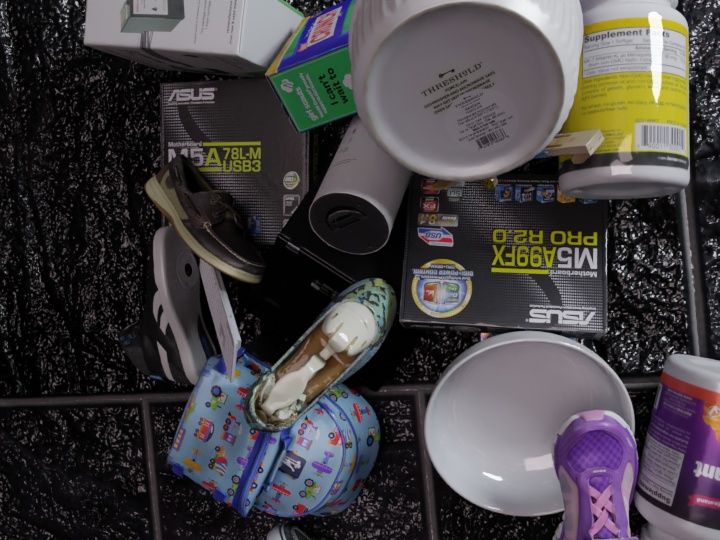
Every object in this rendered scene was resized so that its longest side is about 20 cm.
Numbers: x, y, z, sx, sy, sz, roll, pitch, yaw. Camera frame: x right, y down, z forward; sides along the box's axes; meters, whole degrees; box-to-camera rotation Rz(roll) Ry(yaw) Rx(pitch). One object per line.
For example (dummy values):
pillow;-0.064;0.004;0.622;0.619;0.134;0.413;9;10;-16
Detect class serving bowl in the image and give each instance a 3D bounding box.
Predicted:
serving bowl;0.165;0.144;0.730;0.200;0.066;0.200;2;111;6

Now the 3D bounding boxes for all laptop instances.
laptop;0.000;0.000;0.822;0.187;0.116;0.200;33;131;0

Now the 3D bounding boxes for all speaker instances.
speaker;0.014;-0.111;0.736;0.081;0.200;0.081;11;139;10

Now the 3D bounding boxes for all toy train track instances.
toy train track;0.140;-0.101;0.677;0.200;0.115;0.033;4;135;56

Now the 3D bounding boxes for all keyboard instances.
keyboard;-0.159;0.035;0.804;0.200;0.011;0.056;-119;38;-48

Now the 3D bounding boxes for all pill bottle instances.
pill bottle;0.324;0.189;0.686;0.111;0.111;0.200;13;96;18
pill bottle;0.239;-0.171;0.664;0.114;0.114;0.200;0;87;19

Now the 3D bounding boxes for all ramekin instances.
ramekin;0.085;-0.168;0.600;0.200;0.105;0.200;4;133;4

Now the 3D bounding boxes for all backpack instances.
backpack;-0.088;0.192;0.819;0.200;0.135;0.183;30;101;15

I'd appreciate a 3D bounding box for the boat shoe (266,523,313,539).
boat shoe;-0.022;0.362;0.844;0.071;0.072;0.200;-43;89;7

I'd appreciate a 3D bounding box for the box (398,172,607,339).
box;0.145;-0.017;0.739;0.200;0.044;0.160;3;75;11

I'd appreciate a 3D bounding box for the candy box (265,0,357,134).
candy box;0.023;-0.233;0.738;0.200;0.169;0.077;-17;122;21

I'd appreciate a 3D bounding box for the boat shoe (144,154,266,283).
boat shoe;-0.169;-0.062;0.808;0.200;0.073;0.065;41;104;26

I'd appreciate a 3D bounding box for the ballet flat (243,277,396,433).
ballet flat;-0.035;0.086;0.721;0.074;0.074;0.200;41;84;13

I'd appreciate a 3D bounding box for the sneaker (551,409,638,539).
sneaker;0.222;0.228;0.675;0.080;0.088;0.200;-2;109;7

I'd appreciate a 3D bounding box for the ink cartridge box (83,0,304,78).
ink cartridge box;-0.186;-0.275;0.828;0.200;0.146;0.084;10;97;19

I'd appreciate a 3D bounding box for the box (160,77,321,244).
box;-0.144;-0.129;0.871;0.200;0.048;0.193;3;97;19

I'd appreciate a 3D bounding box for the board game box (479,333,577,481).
board game box;0.180;0.132;0.783;0.103;0.019;0.200;1;93;17

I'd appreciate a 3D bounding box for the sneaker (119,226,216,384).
sneaker;-0.252;0.049;0.886;0.112;0.073;0.200;-4;105;21
